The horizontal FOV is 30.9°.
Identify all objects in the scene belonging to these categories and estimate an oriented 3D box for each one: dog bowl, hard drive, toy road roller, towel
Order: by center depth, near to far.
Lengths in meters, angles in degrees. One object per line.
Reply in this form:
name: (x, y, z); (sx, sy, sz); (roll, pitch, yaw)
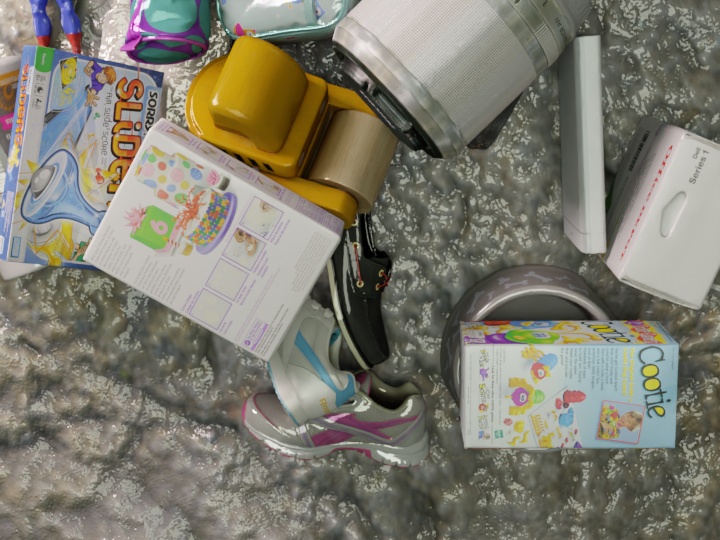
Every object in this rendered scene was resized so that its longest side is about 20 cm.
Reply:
toy road roller: (-0.069, -0.138, 1.233); (0.199, 0.146, 0.123); (19, 73, 8)
hard drive: (0.214, -0.127, 1.265); (0.027, 0.132, 0.201); (-3, 101, 1)
towel: (-0.200, -0.169, 1.315); (0.132, 0.034, 0.201); (7, 101, 1)
dog bowl: (0.181, 0.096, 1.345); (0.199, 0.059, 0.201); (0, 100, 1)

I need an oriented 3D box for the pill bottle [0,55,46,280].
pill bottle: (-0.348, -0.100, 1.289); (0.116, 0.116, 0.201); (-21, 100, 5)

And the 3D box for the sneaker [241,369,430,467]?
sneaker: (-0.021, 0.140, 1.341); (0.199, 0.081, 0.089); (5, 116, -8)

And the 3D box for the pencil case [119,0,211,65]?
pencil case: (-0.188, -0.301, 1.244); (0.085, 0.092, 0.201); (-6, 85, 39)

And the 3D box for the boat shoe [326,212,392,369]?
boat shoe: (0.000, 0.000, 1.322); (0.063, 0.074, 0.202); (-12, 96, 11)

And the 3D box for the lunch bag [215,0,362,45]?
lunch bag: (-0.062, -0.318, 1.229); (0.160, 0.077, 0.201); (0, 96, 32)

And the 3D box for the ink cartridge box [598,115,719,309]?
ink cartridge box: (0.294, -0.060, 1.242); (0.084, 0.200, 0.145); (22, 101, -3)

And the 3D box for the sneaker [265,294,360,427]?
sneaker: (-0.065, 0.053, 1.310); (0.080, 0.077, 0.201); (-23, 69, 0)

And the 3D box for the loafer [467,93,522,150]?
loafer: (0.146, -0.213, 1.293); (0.072, 0.073, 0.200); (33, 94, -44)

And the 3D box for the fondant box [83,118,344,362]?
fondant box: (-0.134, -0.028, 1.210); (0.199, 0.058, 0.145); (29, 108, -7)

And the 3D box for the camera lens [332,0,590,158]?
camera lens: (0.086, -0.214, 1.176); (0.200, 0.160, 0.160); (-44, 97, 0)

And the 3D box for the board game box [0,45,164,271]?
board game box: (-0.267, -0.103, 1.246); (0.135, 0.034, 0.201); (6, 94, -37)

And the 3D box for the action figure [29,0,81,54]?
action figure: (-0.309, -0.289, 1.266); (0.065, 0.099, 0.201); (-5, 98, 1)

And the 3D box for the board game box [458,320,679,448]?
board game box: (0.197, 0.109, 1.265); (0.199, 0.103, 0.106); (0, 100, 1)
